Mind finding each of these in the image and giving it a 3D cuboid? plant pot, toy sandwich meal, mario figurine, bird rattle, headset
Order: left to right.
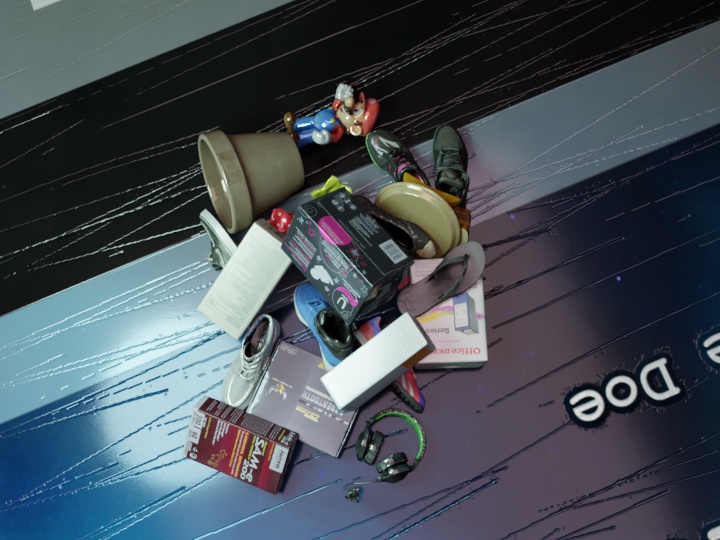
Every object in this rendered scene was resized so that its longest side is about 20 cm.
[{"bbox_3d":[-0.207,-0.194,1.742,0.172,0.201,0.203,-20,77,-17],"label":"plant pot"},{"bbox_3d":[-0.088,-0.082,1.730,0.198,0.113,0.164,-33,64,-8],"label":"bird rattle"},{"bbox_3d":[-0.058,-0.316,1.794,0.196,0.106,0.126,-14,86,3],"label":"mario figurine"},{"bbox_3d":[0.040,0.345,1.652,0.123,0.094,0.200,40,71,10],"label":"headset"},{"bbox_3d":[0.121,-0.102,1.720,0.202,0.207,0.071,27,50,8],"label":"toy sandwich meal"}]

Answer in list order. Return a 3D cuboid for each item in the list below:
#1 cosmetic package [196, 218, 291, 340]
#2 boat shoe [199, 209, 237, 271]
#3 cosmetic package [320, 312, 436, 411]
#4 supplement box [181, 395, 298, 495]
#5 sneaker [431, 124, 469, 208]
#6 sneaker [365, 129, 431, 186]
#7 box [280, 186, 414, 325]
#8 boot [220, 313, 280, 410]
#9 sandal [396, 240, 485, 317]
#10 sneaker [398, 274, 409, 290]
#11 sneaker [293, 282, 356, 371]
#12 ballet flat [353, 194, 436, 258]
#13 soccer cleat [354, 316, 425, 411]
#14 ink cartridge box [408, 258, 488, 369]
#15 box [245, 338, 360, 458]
[{"bbox_3d":[-0.208,0.015,1.680,0.103,0.087,0.201,37,99,-1],"label":"cosmetic package"},{"bbox_3d":[-0.270,-0.028,1.759,0.063,0.071,0.202,-34,81,-5],"label":"boat shoe"},{"bbox_3d":[0.034,0.168,1.615,0.199,0.101,0.072,-37,73,7],"label":"cosmetic package"},{"bbox_3d":[-0.226,0.326,1.663,0.196,0.061,0.111,20,110,7],"label":"supplement box"},{"bbox_3d":[0.181,-0.205,1.757,0.074,0.114,0.204,1,76,1],"label":"sneaker"},{"bbox_3d":[0.086,-0.208,1.775,0.076,0.084,0.201,-38,79,-7],"label":"sneaker"},{"bbox_3d":[-0.025,-0.028,1.593,0.200,0.115,0.131,47,44,16],"label":"box"},{"bbox_3d":[-0.217,0.176,1.699,0.072,0.096,0.203,21,79,7],"label":"boot"},{"bbox_3d":[0.156,0.020,1.655,0.199,0.043,0.076,-38,78,-7],"label":"sandal"},{"bbox_3d":[0.000,0.000,1.709,0.196,0.081,0.076,-6,108,24],"label":"sneaker"},{"bbox_3d":[-0.067,0.085,1.684,0.075,0.112,0.202,-14,59,-19],"label":"sneaker"},{"bbox_3d":[0.054,-0.074,1.689,0.198,0.067,0.057,30,50,-3],"label":"ballet flat"},{"bbox_3d":[0.068,0.179,1.703,0.073,0.068,0.201,-38,76,-10],"label":"soccer cleat"},{"bbox_3d":[0.166,0.083,1.707,0.142,0.088,0.205,-2,79,2],"label":"ink cartridge box"},{"bbox_3d":[-0.099,0.245,1.702,0.197,0.051,0.160,24,80,7],"label":"box"}]
